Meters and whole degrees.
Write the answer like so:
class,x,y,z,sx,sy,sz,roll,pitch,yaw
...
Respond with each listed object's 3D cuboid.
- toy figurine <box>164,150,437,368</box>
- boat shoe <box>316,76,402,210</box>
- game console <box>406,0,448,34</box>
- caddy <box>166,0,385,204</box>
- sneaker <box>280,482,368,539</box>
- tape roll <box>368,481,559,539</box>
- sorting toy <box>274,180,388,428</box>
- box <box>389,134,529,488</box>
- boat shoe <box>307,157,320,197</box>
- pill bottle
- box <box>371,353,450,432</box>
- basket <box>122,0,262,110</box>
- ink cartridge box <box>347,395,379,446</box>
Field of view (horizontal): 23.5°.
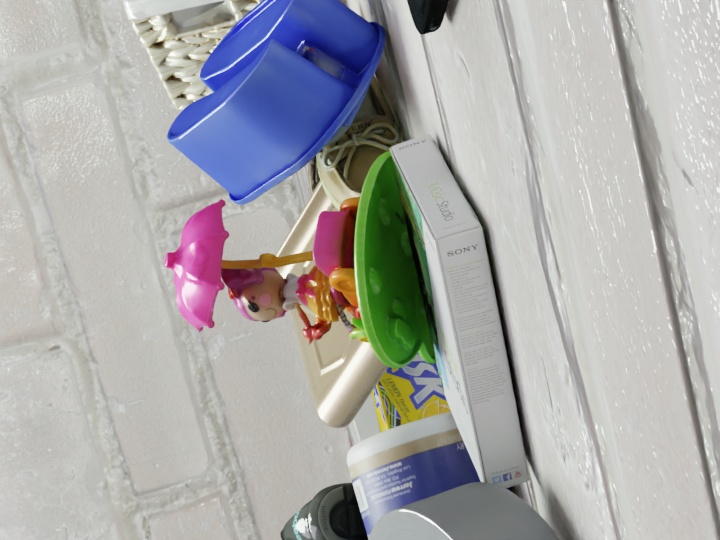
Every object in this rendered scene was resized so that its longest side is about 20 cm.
class,x,y,z,sx,sy,sz,roll,pitch,yaw
toy figurine,-0.046,0.004,1.262,0.200,0.182,0.152,48,-135,-59
boat shoe,-0.007,-0.121,1.381,0.063,0.072,0.202,72,-174,-46
game console,-0.025,-0.220,0.917,0.200,0.115,0.178,100,154,-82
caddy,-0.058,-0.131,1.322,0.199,0.105,0.142,-28,33,54
sneaker,0.027,0.207,1.385,0.079,0.198,0.076,-31,55,48
tape roll,0.078,0.243,1.121,0.200,0.066,0.203,39,137,50
sorting toy,0.000,0.000,1.425,0.186,0.036,0.201,-57,36,30
box,0.066,0.028,1.171,0.145,0.036,0.202,-112,9,-61
boat shoe,-0.010,-0.116,1.551,0.076,0.071,0.203,33,-131,-77
pill bottle,0.069,0.214,1.285,0.116,0.114,0.202,94,159,-78
box,0.043,0.098,1.512,0.064,0.069,0.202,-137,32,-76
basket,-0.116,-0.252,1.591,0.201,0.134,0.124,-73,-32,-53
ink cartridge box,0.035,0.180,1.850,0.201,0.085,0.149,77,175,-52
